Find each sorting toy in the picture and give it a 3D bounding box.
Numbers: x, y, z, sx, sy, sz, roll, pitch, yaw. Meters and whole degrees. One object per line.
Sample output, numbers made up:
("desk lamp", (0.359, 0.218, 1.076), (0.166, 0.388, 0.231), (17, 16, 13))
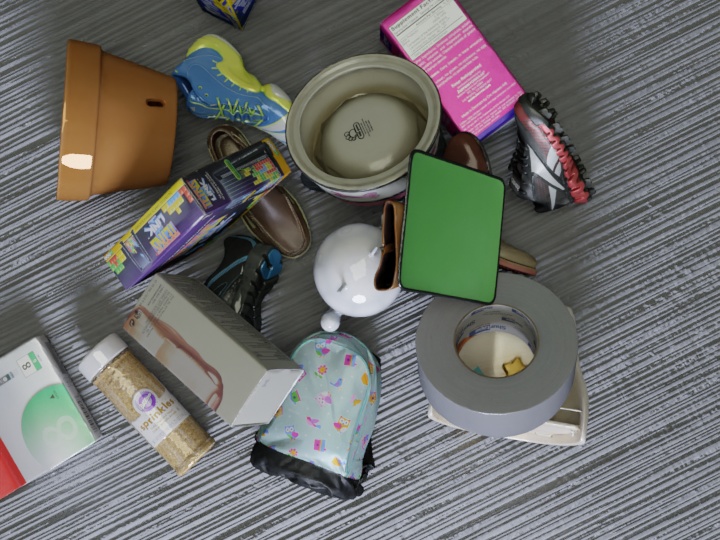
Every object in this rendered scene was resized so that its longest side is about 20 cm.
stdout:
("sorting toy", (0.203, 0.124, 1.435), (0.198, 0.107, 0.182), (8, 77, 12))

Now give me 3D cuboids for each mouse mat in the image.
("mouse mat", (0.111, -0.047, 1.309), (0.007, 0.199, 0.163), (3, 85, 40))

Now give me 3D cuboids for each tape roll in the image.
("tape roll", (0.169, 0.103, 1.372), (0.198, 0.066, 0.202), (-4, 56, 5))

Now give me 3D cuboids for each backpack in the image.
("backpack", (-0.043, 0.179, 1.419), (0.165, 0.127, 0.202), (19, 86, 4))

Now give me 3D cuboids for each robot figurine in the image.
("robot figurine", (0.000, 0.000, 1.382), (0.112, 0.200, 0.171), (28, 91, 2))

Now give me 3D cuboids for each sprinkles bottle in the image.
("sprinkles bottle", (-0.280, 0.176, 1.450), (0.068, 0.068, 0.200), (-44, 89, 0))

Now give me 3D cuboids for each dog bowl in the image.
("dog bowl", (0.010, -0.169, 1.382), (0.198, 0.074, 0.202), (-6, 63, 12))

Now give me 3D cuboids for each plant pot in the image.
("plant pot", (-0.310, -0.183, 1.403), (0.139, 0.200, 0.202), (5, 89, -15))

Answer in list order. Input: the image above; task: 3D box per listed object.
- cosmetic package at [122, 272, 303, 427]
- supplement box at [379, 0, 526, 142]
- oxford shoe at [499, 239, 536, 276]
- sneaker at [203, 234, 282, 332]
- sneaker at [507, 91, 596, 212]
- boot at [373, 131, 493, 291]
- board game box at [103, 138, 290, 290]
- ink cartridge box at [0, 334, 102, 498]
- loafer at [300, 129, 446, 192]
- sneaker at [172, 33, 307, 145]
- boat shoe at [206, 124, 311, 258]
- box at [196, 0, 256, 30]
("cosmetic package", (-0.182, 0.097, 1.361), (0.200, 0.103, 0.088), (38, 99, 23))
("supplement box", (0.121, -0.261, 1.434), (0.103, 0.101, 0.201), (-35, 88, 1))
("oxford shoe", (0.151, -0.058, 1.447), (0.199, 0.070, 0.075), (29, 87, 1))
("sneaker", (-0.172, 0.050, 1.460), (0.081, 0.073, 0.201), (25, 93, 29))
("sneaker", (0.226, -0.142, 1.406), (0.097, 0.201, 0.071), (-25, 47, 13))
("boot", (0.078, -0.076, 1.320), (0.068, 0.199, 0.190), (18, 102, 32))
("board game box", (-0.201, -0.069, 1.360), (0.200, 0.165, 0.057), (-37, 89, 42))
("ink cartridge box", (-0.467, 0.205, 1.463), (0.199, 0.050, 0.162), (-31, 89, -2))
("loafer", (0.016, -0.154, 1.458), (0.198, 0.073, 0.073), (-11, 61, 5))
("sneaker", (-0.165, -0.213, 1.439), (0.200, 0.076, 0.105), (43, 65, 11))
("boat shoe", (-0.139, -0.101, 1.448), (0.075, 0.075, 0.203), (-38, 89, 0))
("box", (-0.173, -0.368, 1.389), (0.064, 0.200, 0.071), (26, 89, 2))
